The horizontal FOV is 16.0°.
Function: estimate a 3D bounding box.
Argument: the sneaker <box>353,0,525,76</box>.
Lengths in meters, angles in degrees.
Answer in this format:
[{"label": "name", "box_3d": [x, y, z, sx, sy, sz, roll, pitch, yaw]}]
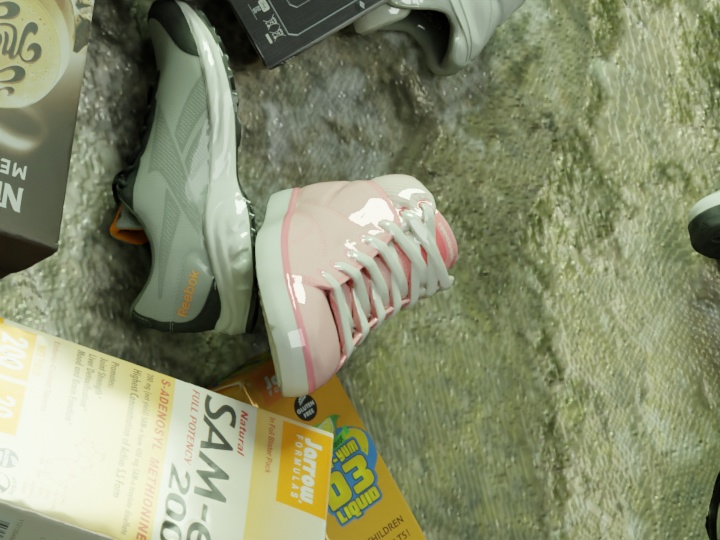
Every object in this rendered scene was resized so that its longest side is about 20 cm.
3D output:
[{"label": "sneaker", "box_3d": [0.012, -0.195, 1.534, 0.200, 0.078, 0.100, 39, 63, -18]}]

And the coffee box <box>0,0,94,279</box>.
[{"label": "coffee box", "box_3d": [-0.210, -0.108, 1.350, 0.112, 0.080, 0.201, 18, 67, -30]}]

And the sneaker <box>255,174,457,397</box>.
[{"label": "sneaker", "box_3d": [0.000, 0.000, 1.392, 0.200, 0.104, 0.076, -85, 165, -67]}]

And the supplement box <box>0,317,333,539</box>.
[{"label": "supplement box", "box_3d": [-0.119, 0.116, 1.300, 0.199, 0.074, 0.126, 20, 40, -14]}]

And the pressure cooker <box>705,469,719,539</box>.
[{"label": "pressure cooker", "box_3d": [0.307, 0.143, 1.569, 0.200, 0.178, 0.177, -46, 138, -46]}]

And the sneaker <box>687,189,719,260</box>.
[{"label": "sneaker", "box_3d": [0.265, -0.080, 1.688, 0.200, 0.076, 0.116, -17, 78, -45]}]

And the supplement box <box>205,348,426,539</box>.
[{"label": "supplement box", "box_3d": [-0.017, 0.141, 1.423, 0.066, 0.069, 0.201, -33, 93, -39]}]

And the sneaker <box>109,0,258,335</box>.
[{"label": "sneaker", "box_3d": [-0.103, -0.060, 1.419, 0.079, 0.074, 0.201, -6, 70, -6]}]

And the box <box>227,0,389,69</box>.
[{"label": "box", "box_3d": [-0.036, -0.241, 1.474, 0.158, 0.048, 0.201, -30, 96, 4]}]
